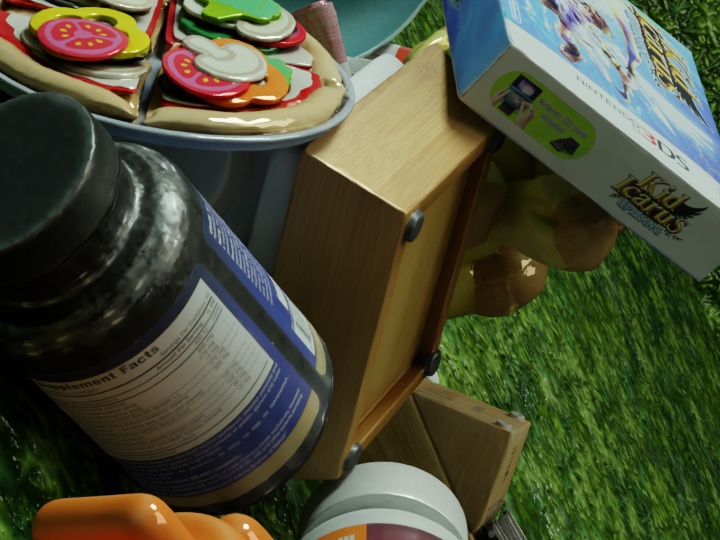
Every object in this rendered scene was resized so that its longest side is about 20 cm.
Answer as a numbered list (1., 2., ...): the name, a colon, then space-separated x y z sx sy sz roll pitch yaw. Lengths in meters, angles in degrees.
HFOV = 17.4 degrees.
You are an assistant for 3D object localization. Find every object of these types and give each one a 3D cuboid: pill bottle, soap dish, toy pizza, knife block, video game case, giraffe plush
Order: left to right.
1. pill bottle: -0.101 0.015 1.035 0.200 0.111 0.112 52 20 -45
2. toy pizza: -0.098 -0.112 1.143 0.200 0.199 0.032 -79 -177 -66
3. pill bottle: -0.072 -0.058 1.259 0.110 0.109 0.200 67 15 7
4. soap dish: 0.000 0.000 1.229 0.157 0.081 0.201 -44 153 -54
5. pill bottle: 0.010 0.188 1.160 0.110 0.109 0.200 58 16 -26
6. knife block: 0.024 0.154 1.397 0.199 0.176 0.064 22 7 12
7. giraffe plush: 0.065 -0.030 1.426 0.173 0.199 0.163 -49 158 -46
8. video game case: 0.124 -0.109 1.301 0.181 0.045 0.200 36 26 -25

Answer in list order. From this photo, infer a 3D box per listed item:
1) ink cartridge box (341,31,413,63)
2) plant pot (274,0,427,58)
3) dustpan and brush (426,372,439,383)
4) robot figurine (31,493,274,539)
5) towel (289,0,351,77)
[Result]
1. ink cartridge box: 0.032 -0.108 1.569 0.109 0.199 0.051 43 67 -57
2. plant pot: -0.054 -0.242 1.520 0.135 0.200 0.200 33 -18 54
3. dustpan and brush: 0.008 0.022 1.517 0.201 0.057 0.140 59 16 -19
4. robot figurine: -0.064 0.176 0.911 0.200 0.116 0.144 57 6 -29
5. towel: -0.021 -0.054 1.408 0.144 0.023 0.201 -9 -79 62
